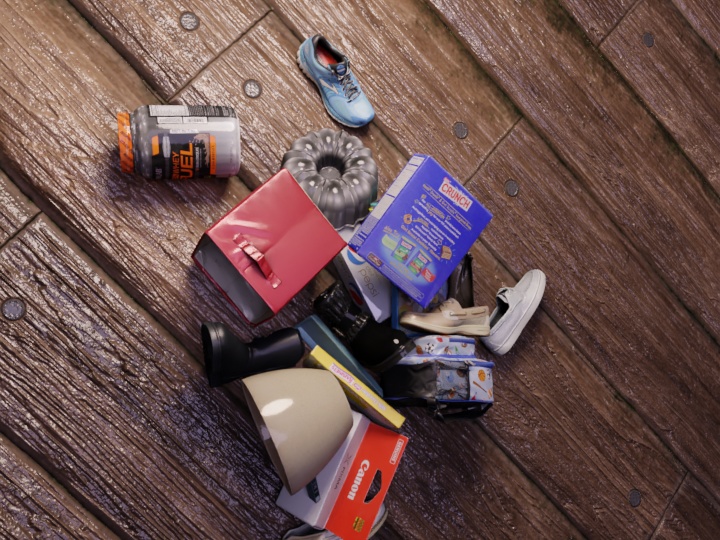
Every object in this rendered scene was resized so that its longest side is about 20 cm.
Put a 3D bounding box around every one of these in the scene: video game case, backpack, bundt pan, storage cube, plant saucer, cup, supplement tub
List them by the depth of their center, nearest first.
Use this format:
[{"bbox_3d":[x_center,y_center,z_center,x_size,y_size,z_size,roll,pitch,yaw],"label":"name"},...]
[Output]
[{"bbox_3d":[-0.094,0.245,1.079,0.141,0.200,0.204,-23,90,-17],"label":"cup"},{"bbox_3d":[-0.157,-0.034,1.106,0.180,0.200,0.172,-44,97,-25],"label":"storage cube"},{"bbox_3d":[-0.311,-0.220,1.114,0.196,0.122,0.125,-5,84,-19],"label":"supplement tub"},{"bbox_3d":[-0.057,-0.177,1.186,0.197,0.076,0.206,3,63,-6],"label":"bundt pan"},{"bbox_3d":[-0.038,0.163,1.189,0.201,0.070,0.019,50,49,-6],"label":"plant saucer"},{"bbox_3d":[0.149,0.197,1.195,0.188,0.199,0.157,16,78,-30],"label":"backpack"},{"bbox_3d":[0.134,0.049,1.242,0.197,0.018,0.147,0,90,-42],"label":"video game case"}]

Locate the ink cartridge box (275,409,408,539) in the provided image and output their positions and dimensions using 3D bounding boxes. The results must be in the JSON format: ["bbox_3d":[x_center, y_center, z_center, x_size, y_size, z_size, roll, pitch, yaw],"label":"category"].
[{"bbox_3d":[-0.033,0.344,1.116,0.044,0.171,0.203,45,66,-50],"label":"ink cartridge box"}]

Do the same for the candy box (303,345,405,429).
[{"bbox_3d":[-0.014,0.211,1.153,0.199,0.102,0.027,40,72,0],"label":"candy box"}]

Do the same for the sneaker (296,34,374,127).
[{"bbox_3d":[-0.044,-0.363,1.246,0.078,0.090,0.201,-44,98,-19],"label":"sneaker"}]

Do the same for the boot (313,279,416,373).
[{"bbox_3d":[-0.001,0.093,1.136,0.079,0.210,0.159,-38,100,-23],"label":"boot"}]

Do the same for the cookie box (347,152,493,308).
[{"bbox_3d":[0.103,-0.069,1.119,0.170,0.075,0.201,38,91,-23],"label":"cookie box"}]

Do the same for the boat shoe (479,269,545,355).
[{"bbox_3d":[0.307,0.072,1.319,0.071,0.070,0.203,37,75,-14],"label":"boat shoe"}]

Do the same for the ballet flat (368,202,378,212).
[{"bbox_3d":[0.113,-0.099,1.188,0.196,0.067,0.069,-8,100,-14],"label":"ballet flat"}]

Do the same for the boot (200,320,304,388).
[{"bbox_3d":[-0.176,0.124,1.080,0.165,0.201,0.078,-15,65,-18],"label":"boot"}]

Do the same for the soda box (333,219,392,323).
[{"bbox_3d":[0.000,0.000,1.222,0.063,0.068,0.203,-27,92,-21],"label":"soda box"}]

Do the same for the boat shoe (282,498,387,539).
[{"bbox_3d":[-0.044,0.452,1.139,0.197,0.075,0.069,-27,97,-20],"label":"boat shoe"}]

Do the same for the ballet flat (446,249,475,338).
[{"bbox_3d":[0.201,0.042,1.259,0.066,0.046,0.205,-5,93,-41],"label":"ballet flat"}]

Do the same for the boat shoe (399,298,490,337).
[{"bbox_3d":[0.157,0.084,1.194,0.196,0.072,0.066,7,83,-28],"label":"boat shoe"}]
